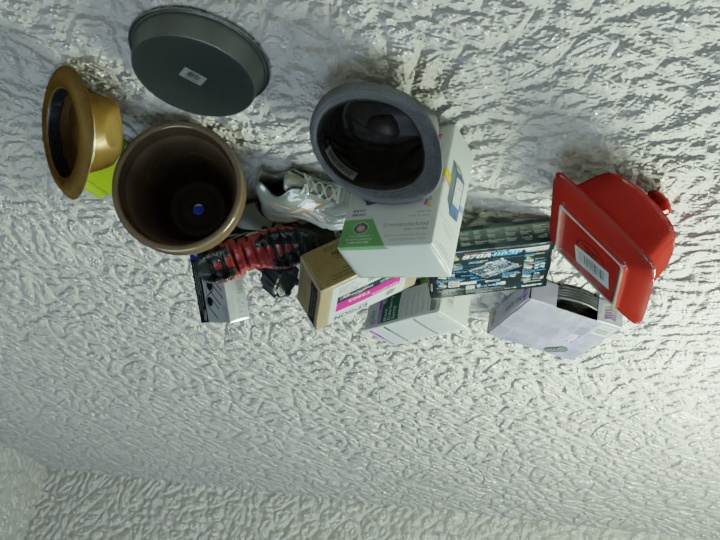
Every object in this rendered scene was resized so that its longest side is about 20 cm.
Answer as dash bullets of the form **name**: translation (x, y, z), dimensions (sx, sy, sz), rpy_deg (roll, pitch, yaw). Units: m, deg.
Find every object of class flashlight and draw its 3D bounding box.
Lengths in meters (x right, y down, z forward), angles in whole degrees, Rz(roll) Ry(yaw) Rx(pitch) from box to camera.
- **flashlight**: translation (-0.183, -0.016, 1.728), dimensions (0.200, 0.068, 0.068), rpy_deg (40, 142, 42)

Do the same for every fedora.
- **fedora**: translation (0.034, -0.182, 1.353), dimensions (0.199, 0.090, 0.178), rpy_deg (1, 123, 30)
- **fedora**: translation (-0.404, -0.203, 1.493), dimensions (0.082, 0.202, 0.200), rpy_deg (-10, 169, -35)

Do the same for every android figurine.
- **android figurine**: translation (-0.404, -0.167, 1.668), dimensions (0.181, 0.041, 0.200), rpy_deg (-9, 148, 37)

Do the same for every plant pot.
- **plant pot**: translation (-0.270, -0.112, 1.581), dimensions (0.199, 0.201, 0.175), rpy_deg (11, 172, 2)

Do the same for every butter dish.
- **butter dish**: translation (0.376, -0.059, 1.436), dimensions (0.200, 0.148, 0.200), rpy_deg (49, 167, 26)

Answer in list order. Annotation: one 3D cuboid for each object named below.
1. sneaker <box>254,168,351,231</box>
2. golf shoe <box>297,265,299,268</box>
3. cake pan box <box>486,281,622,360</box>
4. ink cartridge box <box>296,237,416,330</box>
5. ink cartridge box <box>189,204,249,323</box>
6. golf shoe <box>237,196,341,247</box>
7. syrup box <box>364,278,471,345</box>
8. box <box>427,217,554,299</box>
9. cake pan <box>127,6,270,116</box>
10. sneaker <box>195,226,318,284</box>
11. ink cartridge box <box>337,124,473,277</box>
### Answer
- **sneaker**: translation (-0.077, -0.118, 1.587), dimensions (0.199, 0.076, 0.092), rpy_deg (1, 147, 20)
- **golf shoe**: translation (-0.110, -0.036, 1.763), dimensions (0.091, 0.076, 0.200), rpy_deg (35, 145, -32)
- **cake pan box**: translation (0.349, 0.090, 1.833), dimensions (0.183, 0.053, 0.200), rpy_deg (15, 154, -10)
- **ink cartridge box**: translation (0.000, 0.000, 1.663), dimensions (0.199, 0.075, 0.165), rpy_deg (-25, 158, -15)
- **ink cartridge box**: translation (-0.247, -0.012, 1.726), dimensions (0.044, 0.201, 0.094), rpy_deg (-13, -173, -41)
- **golf shoe**: translation (-0.128, -0.069, 1.687), dimensions (0.199, 0.088, 0.077), rpy_deg (5, 155, 17)
- **syrup box**: translation (0.104, 0.074, 1.875), dimensions (0.081, 0.079, 0.200), rpy_deg (31, 149, -34)
- **box**: translation (0.206, -0.017, 1.630), dimensions (0.199, 0.046, 0.159), rpy_deg (-7, 152, 2)
- **cake pan**: translation (-0.222, -0.275, 1.375), dimensions (0.199, 0.037, 0.200), rpy_deg (10, 153, 5)
- **sneaker**: translation (-0.165, -0.036, 1.638), dimensions (0.199, 0.098, 0.071), rpy_deg (-14, 109, 2)
- **ink cartridge box**: translation (0.066, -0.097, 1.420), dimensions (0.145, 0.201, 0.088), rpy_deg (-1, 148, 27)
